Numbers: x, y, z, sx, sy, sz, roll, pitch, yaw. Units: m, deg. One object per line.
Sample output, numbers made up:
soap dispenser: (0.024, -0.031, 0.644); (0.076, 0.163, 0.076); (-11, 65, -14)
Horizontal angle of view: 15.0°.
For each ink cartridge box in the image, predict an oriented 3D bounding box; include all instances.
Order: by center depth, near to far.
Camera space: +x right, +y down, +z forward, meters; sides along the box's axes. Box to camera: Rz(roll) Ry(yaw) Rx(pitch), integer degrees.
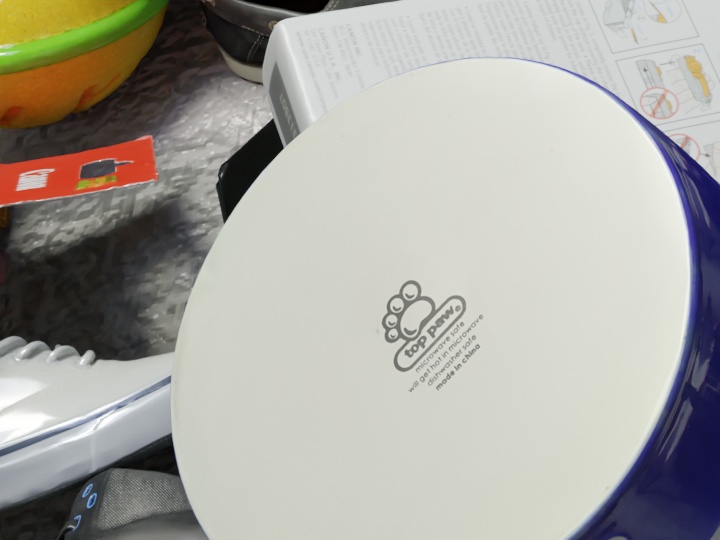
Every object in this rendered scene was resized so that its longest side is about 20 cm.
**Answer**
ink cartridge box: (0.080, -0.037, 1.055); (0.200, 0.057, 0.163); (-9, 59, -19)
ink cartridge box: (-0.184, -0.051, 1.094); (0.200, 0.050, 0.162); (-10, 9, -3)

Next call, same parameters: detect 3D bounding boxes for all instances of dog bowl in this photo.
dog bowl: (0.038, 0.033, 0.901); (0.200, 0.079, 0.200); (-15, 59, 28)

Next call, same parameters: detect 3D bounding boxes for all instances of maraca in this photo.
maraca: (-0.143, -0.131, 1.252); (0.137, 0.107, 0.200); (8, 30, 24)

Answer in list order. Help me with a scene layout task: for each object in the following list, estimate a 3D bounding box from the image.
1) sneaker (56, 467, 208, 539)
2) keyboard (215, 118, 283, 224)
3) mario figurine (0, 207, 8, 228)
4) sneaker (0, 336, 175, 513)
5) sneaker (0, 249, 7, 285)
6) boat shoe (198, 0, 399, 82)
sneaker: (-0.122, 0.134, 1.010); (0.200, 0.073, 0.112); (-11, 41, 5)
keyboard: (0.000, 0.000, 1.111); (0.104, 0.040, 0.200); (-40, 40, 22)
mario figurine: (-0.257, -0.005, 1.223); (0.200, 0.106, 0.123); (-2, 11, 12)
sneaker: (-0.135, 0.055, 1.060); (0.200, 0.073, 0.071); (-20, 86, -4)
sneaker: (-0.223, 0.016, 1.096); (0.200, 0.076, 0.115); (-3, 12, 34)
boat shoe: (0.016, -0.117, 1.183); (0.200, 0.068, 0.072); (5, 50, 29)
